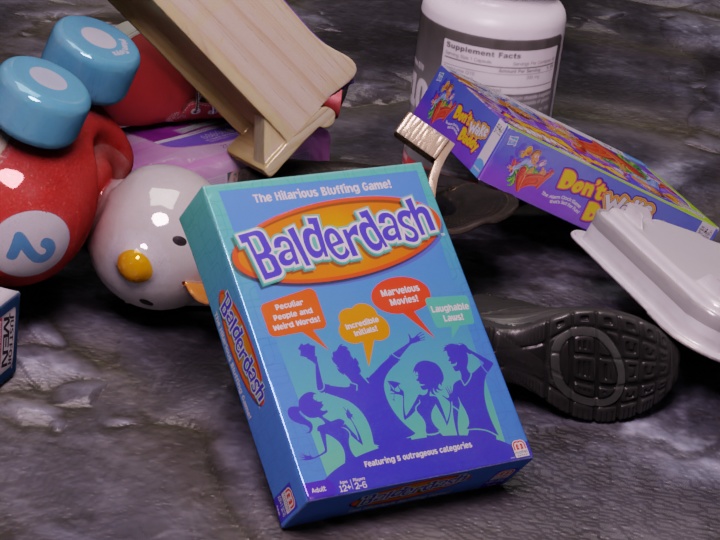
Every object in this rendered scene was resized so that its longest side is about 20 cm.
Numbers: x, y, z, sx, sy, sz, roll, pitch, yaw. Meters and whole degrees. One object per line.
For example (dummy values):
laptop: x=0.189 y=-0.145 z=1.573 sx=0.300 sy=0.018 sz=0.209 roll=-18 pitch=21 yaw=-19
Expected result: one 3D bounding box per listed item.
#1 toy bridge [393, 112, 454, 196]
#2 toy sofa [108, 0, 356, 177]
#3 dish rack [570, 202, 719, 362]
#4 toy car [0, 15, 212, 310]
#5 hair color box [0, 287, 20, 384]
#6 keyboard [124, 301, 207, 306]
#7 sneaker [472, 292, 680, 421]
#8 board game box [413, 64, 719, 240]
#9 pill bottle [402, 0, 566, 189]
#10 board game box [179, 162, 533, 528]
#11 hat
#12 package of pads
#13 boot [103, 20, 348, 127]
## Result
toy bridge: x=0.000 y=0.000 z=1.341 sx=0.067 sy=0.200 sz=0.027 roll=35 pitch=-8 yaw=1
toy sofa: x=-0.102 y=-0.166 z=1.441 sx=0.200 sy=0.098 sz=0.083 roll=45 pitch=-7 yaw=-25
dish rack: x=0.248 y=0.015 z=1.444 sx=0.172 sy=0.044 sz=0.200 roll=16 pitch=17 yaw=-27
toy car: x=-0.156 y=-0.027 z=1.371 sx=0.200 sy=0.184 sz=0.177 roll=29 pitch=26 yaw=2
hair color box: x=-0.287 y=0.062 z=1.240 sx=0.100 sy=0.061 sz=0.200 roll=13 pitch=24 yaw=14
keyboard: x=-0.068 y=0.011 z=1.472 sx=0.200 sy=0.011 sz=0.056 roll=2 pitch=24 yaw=-10
sneaker: x=0.104 y=0.045 z=1.370 sx=0.200 sy=0.076 sz=0.091 roll=6 pitch=17 yaw=-6
board game box: x=0.151 y=-0.074 z=1.582 sx=0.200 sy=0.045 sz=0.134 roll=23 pitch=15 yaw=-28
pill bottle: x=0.099 y=-0.163 z=1.673 sx=0.114 sy=0.200 sz=0.114 roll=6 pitch=23 yaw=-2
board game box: x=-0.003 y=0.038 z=1.246 sx=0.152 sy=0.045 sz=0.200 roll=-9 pitch=66 yaw=-30
hat: x=0.007 y=-0.022 z=1.462 sx=0.201 sy=0.081 sz=0.201 roll=6 pitch=12 yaw=-1
package of pads: x=-0.129 y=-0.071 z=1.561 sx=0.120 sy=0.076 sz=0.200 roll=24 pitch=29 yaw=34
boot: x=-0.096 y=-0.133 z=1.533 sx=0.144 sy=0.072 sz=0.200 roll=18 pitch=22 yaw=27
